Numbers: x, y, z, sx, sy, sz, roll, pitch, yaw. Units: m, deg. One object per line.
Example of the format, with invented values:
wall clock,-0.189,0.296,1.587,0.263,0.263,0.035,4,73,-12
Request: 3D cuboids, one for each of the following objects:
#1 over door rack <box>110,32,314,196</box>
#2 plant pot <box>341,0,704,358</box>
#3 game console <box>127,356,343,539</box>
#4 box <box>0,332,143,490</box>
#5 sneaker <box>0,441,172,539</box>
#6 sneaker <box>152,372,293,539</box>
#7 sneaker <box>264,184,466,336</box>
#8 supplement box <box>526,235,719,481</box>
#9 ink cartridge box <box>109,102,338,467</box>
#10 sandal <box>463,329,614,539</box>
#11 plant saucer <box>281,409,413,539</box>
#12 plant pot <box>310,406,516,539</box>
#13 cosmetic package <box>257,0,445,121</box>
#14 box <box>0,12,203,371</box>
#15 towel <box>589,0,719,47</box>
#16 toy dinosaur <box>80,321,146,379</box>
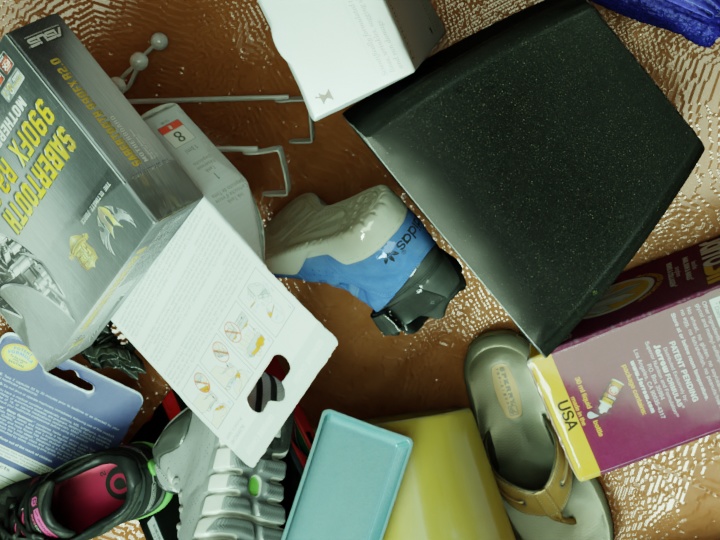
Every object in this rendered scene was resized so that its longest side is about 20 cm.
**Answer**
over door rack,-0.134,-0.118,1.418,0.199,0.148,0.067,11,111,4
plant pot,0.119,-0.084,1.382,0.177,0.200,0.200,-40,97,3
game console,-0.099,0.160,1.473,0.031,0.200,0.177,13,127,-41
box,-0.258,0.139,1.532,0.121,0.032,0.200,27,117,-13
sneaker,-0.236,0.180,1.480,0.200,0.084,0.077,-30,76,8
sneaker,-0.108,0.173,1.413,0.075,0.115,0.201,23,70,-34
sneaker,-0.001,0.001,1.428,0.111,0.200,0.077,45,65,-19
supplement box,0.229,0.054,1.430,0.199,0.131,0.103,-22,101,10
ink cartridge box,-0.099,0.010,1.328,0.200,0.050,0.162,44,136,10
sandal,0.129,0.142,1.503,0.080,0.054,0.201,-20,102,11
plant saucer,-0.027,0.200,1.369,0.070,0.019,0.201,21,82,-15
plant pot,0.030,0.203,1.468,0.200,0.201,0.190,-9,88,9
cosmetic package,-0.007,-0.182,1.358,0.081,0.200,0.113,-24,101,12
box,-0.206,-0.048,1.323,0.159,0.048,0.200,52,137,8
towel,0.179,-0.253,1.367,0.199,0.050,0.148,23,74,-1
toy dinosaur,-0.184,-0.002,1.486,0.200,0.136,0.102,-9,146,40
